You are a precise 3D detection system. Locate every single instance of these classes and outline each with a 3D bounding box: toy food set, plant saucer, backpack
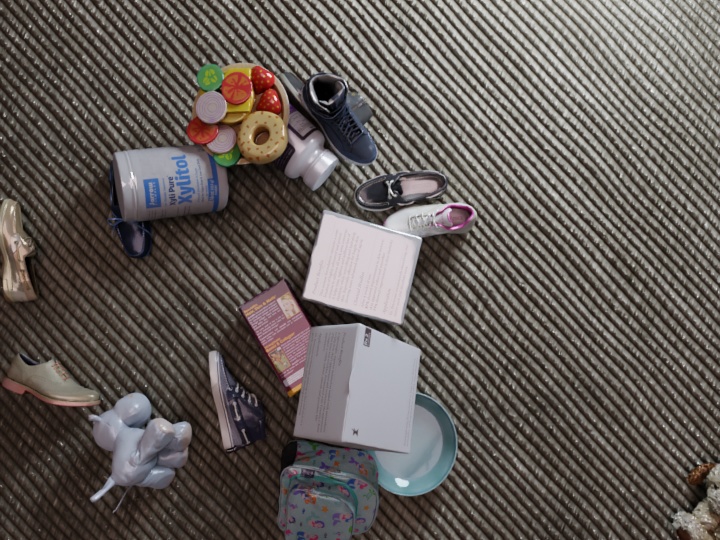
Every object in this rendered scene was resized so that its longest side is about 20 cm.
[{"bbox_3d":[-0.229,-0.294,1.140,0.192,0.049,0.207,-1,84,4],"label":"toy food set"},{"bbox_3d":[0.098,0.348,1.231,0.194,0.036,0.207,0,86,-2],"label":"plant saucer"},{"bbox_3d":[-0.059,0.429,1.160,0.194,0.152,0.182,5,117,-7],"label":"backpack"}]

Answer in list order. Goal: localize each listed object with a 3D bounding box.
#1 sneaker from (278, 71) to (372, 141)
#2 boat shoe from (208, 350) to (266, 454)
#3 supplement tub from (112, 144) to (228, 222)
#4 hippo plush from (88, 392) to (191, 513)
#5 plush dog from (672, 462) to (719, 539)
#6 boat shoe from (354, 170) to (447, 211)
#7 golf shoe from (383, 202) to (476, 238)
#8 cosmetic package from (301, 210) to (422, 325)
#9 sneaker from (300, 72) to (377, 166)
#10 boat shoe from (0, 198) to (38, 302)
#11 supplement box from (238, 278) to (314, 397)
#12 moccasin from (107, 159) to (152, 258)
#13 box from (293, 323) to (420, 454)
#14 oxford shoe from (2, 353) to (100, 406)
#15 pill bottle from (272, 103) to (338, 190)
[{"bbox_3d":[-0.072,-0.352,1.253,0.200,0.075,0.107,44,82,-9],"label":"sneaker"},{"bbox_3d":[-0.243,0.254,1.214,0.090,0.075,0.206,-11,95,-9],"label":"boat shoe"},{"bbox_3d":[-0.364,-0.170,1.170,0.195,0.131,0.136,-12,87,-26],"label":"supplement tub"},{"bbox_3d":[-0.440,0.338,1.183,0.159,0.161,0.200,34,69,30],"label":"hippo plush"},{"bbox_3d":[0.738,0.470,1.194,0.157,0.198,0.177,-7,97,-35],"label":"plush dog"},{"bbox_3d":[0.084,-0.166,1.247,0.194,0.060,0.076,-4,88,-2],"label":"boat shoe"},{"bbox_3d":[0.142,-0.105,1.232,0.194,0.092,0.078,-10,88,-1],"label":"golf shoe"},{"bbox_3d":[0.000,0.000,1.183,0.195,0.166,0.172,15,86,-2],"label":"cosmetic package"},{"bbox_3d":[-0.033,-0.285,1.152,0.077,0.146,0.202,-46,101,-6],"label":"sneaker"},{"bbox_3d":[-0.679,-0.041,1.215,0.063,0.072,0.207,-4,89,-11],"label":"boat shoe"},{"bbox_3d":[-0.143,0.131,1.211,0.109,0.086,0.203,-31,89,-3],"label":"supplement box"},{"bbox_3d":[-0.478,-0.124,1.224,0.078,0.068,0.205,-17,88,-3],"label":"moccasin"},{"bbox_3d":[-0.001,0.222,1.122,0.128,0.198,0.205,-6,68,41],"label":"box"},{"bbox_3d":[-0.606,0.219,1.200,0.195,0.071,0.076,16,84,-1],"label":"oxford shoe"},{"bbox_3d":[-0.142,-0.259,1.220,0.199,0.111,0.112,42,86,1],"label":"pill bottle"}]
